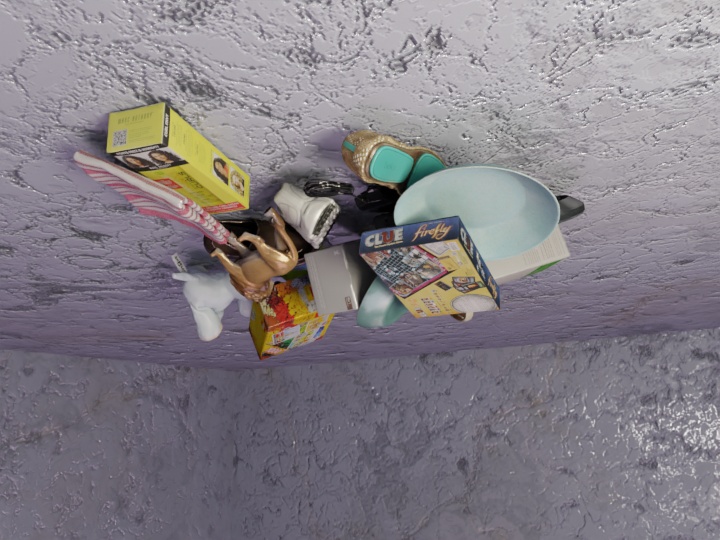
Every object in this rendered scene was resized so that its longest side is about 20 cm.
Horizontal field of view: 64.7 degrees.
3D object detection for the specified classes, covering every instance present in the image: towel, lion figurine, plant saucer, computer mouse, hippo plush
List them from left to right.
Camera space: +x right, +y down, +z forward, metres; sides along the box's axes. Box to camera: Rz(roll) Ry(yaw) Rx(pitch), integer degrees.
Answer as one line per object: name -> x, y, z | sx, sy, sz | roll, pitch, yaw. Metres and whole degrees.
towel -> -0.260, -0.086, 0.737 | 0.144, 0.030, 0.200 | 23, 173, 6
hippo plush -> -0.276, 0.027, 1.165 | 0.158, 0.160, 0.203 | -17, 124, -8
lion figurine -> -0.148, -0.013, 0.862 | 0.123, 0.073, 0.199 | 48, 145, -20
computer mouse -> -0.003, -0.109, 0.773 | 0.058, 0.035, 0.199 | -12, 171, 36
plant saucer -> 0.072, 0.023, 0.922 | 0.036, 0.201, 0.200 | 39, 176, 18
plant saucer -> 0.140, -0.076, 0.698 | 0.197, 0.039, 0.202 | 6, 151, 3

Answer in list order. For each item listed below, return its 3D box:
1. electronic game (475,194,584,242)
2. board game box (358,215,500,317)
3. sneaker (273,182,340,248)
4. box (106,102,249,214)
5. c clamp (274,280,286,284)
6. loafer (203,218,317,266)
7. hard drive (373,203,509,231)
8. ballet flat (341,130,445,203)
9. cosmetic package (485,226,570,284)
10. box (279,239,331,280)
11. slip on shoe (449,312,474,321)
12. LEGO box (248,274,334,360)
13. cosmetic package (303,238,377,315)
electronic game -> 0.228, -0.071, 0.841 | 0.196, 0.042, 0.200 | -15, -173, 2
board game box -> 0.100, 0.003, 0.774 | 0.133, 0.035, 0.200 | -8, 148, 25
sneaker -> -0.079, -0.086, 0.848 | 0.080, 0.076, 0.200 | 30, 175, 3
box -> -0.211, -0.127, 0.689 | 0.074, 0.051, 0.200 | -6, 165, 14
c clamp -> -0.143, 0.035, 1.246 | 0.168, 0.028, 0.199 | -9, -175, -28
loafer -> -0.163, -0.047, 0.946 | 0.196, 0.074, 0.071 | 1, 166, -10
hard drive -> 0.136, -0.089, 0.823 | 0.197, 0.034, 0.139 | -12, -178, 31
ballet flat -> 0.045, -0.130, 0.694 | 0.065, 0.071, 0.199 | 35, -168, 30
cosmetic package -> 0.236, -0.023, 0.972 | 0.197, 0.086, 0.108 | -17, 169, -10
box -> -0.113, -0.022, 1.093 | 0.120, 0.049, 0.200 | -4, 166, 9
slip on shoe -> 0.175, 0.022, 1.085 | 0.060, 0.077, 0.200 | -10, -150, -16
LEGO box -> -0.137, 0.092, 1.131 | 0.147, 0.078, 0.201 | -18, 160, -21
cosmetic package -> 0.000, 0.000, 0.964 | 0.089, 0.109, 0.199 | -12, -178, 34
